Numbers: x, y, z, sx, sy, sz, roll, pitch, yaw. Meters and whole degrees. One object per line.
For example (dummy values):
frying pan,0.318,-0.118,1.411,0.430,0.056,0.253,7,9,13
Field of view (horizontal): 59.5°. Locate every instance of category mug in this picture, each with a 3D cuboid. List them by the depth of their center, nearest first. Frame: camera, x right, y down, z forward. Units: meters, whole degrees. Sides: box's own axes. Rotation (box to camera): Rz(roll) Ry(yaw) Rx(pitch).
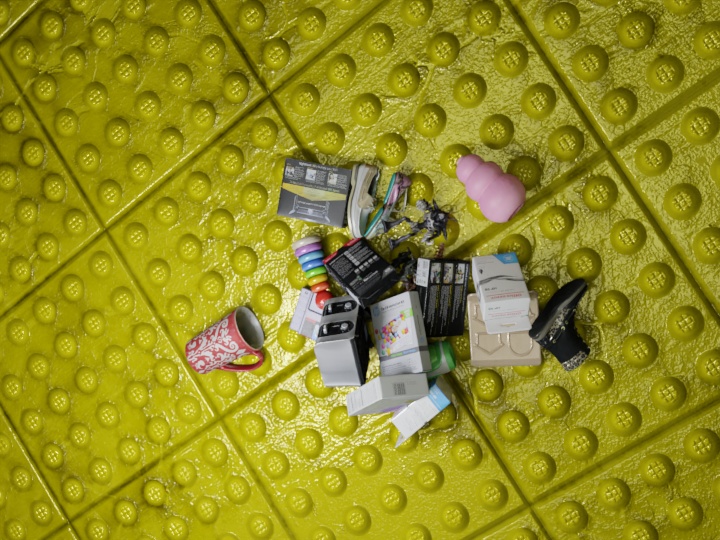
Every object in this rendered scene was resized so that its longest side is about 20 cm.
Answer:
mug,-0.384,0.226,1.799,0.198,0.133,0.180,-28,87,17

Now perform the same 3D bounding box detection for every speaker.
speaker,0.155,0.255,1.699,0.197,0.088,0.090,-19,90,14

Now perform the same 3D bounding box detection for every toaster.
toaster,-0.040,0.190,1.637,0.116,0.182,0.203,-5,125,11

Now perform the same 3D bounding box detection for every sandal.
sandal,-0.004,0.066,1.728,0.045,0.075,0.200,-42,82,4

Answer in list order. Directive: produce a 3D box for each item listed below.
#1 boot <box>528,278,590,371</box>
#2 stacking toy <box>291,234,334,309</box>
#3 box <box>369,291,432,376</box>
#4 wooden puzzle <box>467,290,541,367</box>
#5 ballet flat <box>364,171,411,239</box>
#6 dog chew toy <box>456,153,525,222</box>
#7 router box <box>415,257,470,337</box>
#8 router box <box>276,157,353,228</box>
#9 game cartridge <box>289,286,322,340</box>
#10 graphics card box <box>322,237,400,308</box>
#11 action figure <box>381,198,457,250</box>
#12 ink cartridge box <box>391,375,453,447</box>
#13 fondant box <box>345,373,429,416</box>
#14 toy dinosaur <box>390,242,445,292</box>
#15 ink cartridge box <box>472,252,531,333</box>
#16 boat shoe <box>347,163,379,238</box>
boot,0.540,0.140,1.614,0.154,0.073,0.204,44,82,-13
stacking toy,-0.123,0.010,1.734,0.084,0.085,0.204,-18,86,13
box,0.102,0.171,1.626,0.155,0.041,0.204,-22,71,47
wooden puzzle,0.379,0.153,1.663,0.181,0.046,0.205,-3,99,13
ballet flat,0.081,-0.164,1.696,0.070,0.069,0.203,24,100,-10
dog chew toy,0.325,-0.218,1.607,0.200,0.124,0.125,45,102,14
router box,0.211,0.071,1.644,0.051,0.147,0.205,14,100,55
router box,-0.123,-0.214,1.739,0.196,0.052,0.161,13,97,12
game cartridge,-0.094,0.143,1.774,0.197,0.038,0.132,21,95,10
graphics card box,0.000,0.000,1.654,0.125,0.051,0.200,-36,42,-11
action figure,0.161,-0.120,1.643,0.196,0.102,0.121,-19,87,-2
ink cartridge box,0.153,0.375,1.694,0.200,0.116,0.067,-42,86,12
fondant box,0.067,0.319,1.612,0.142,0.200,0.059,1,67,-27
toy dinosaur,0.155,0.011,1.685,0.135,0.102,0.203,31,83,-22
ink cartridge box,0.353,0.054,1.570,0.113,0.202,0.067,-7,136,2
boat shoe,0.010,-0.187,1.692,0.067,0.075,0.205,3,89,19
